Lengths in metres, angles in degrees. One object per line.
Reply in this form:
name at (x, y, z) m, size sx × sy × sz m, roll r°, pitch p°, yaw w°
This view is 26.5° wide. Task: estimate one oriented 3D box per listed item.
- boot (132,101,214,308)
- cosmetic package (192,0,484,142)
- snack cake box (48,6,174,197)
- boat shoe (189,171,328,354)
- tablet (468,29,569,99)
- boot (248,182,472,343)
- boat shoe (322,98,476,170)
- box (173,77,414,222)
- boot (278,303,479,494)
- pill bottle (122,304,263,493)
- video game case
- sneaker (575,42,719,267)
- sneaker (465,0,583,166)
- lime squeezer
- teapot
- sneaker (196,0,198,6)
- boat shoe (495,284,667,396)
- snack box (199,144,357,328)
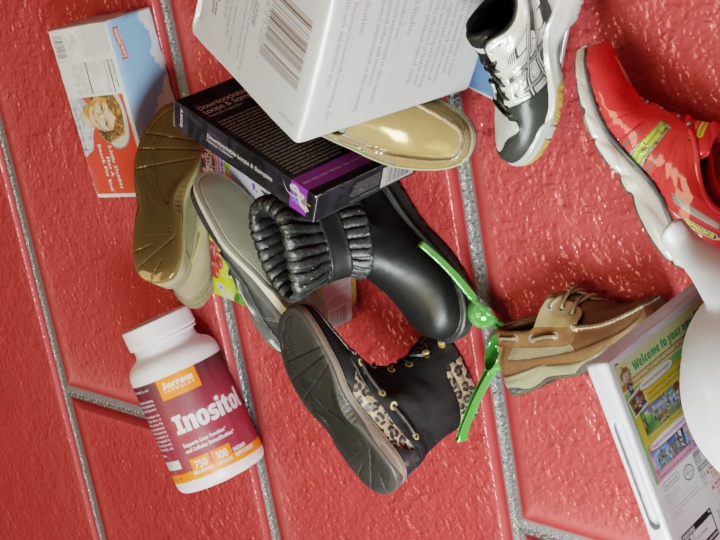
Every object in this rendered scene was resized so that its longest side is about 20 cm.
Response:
boot at (-0.190, -0.068, 1.670) m, size 0.072 × 0.155 × 0.201 m, roll -1°, pitch 76°, yaw 12°
cosmetic package at (-0.008, -0.240, 1.293) m, size 0.166 × 0.199 × 0.168 m, roll 47°, pitch 140°, yaw 29°
snack cake box at (-0.267, -0.186, 1.718) m, size 0.115 × 0.067 × 0.201 m, roll 2°, pitch 111°, yaw 44°
boat shoe at (-0.115, -0.008, 1.543) m, size 0.201 × 0.072 × 0.068 m, roll 55°, pitch 134°, yaw 6°
tablet at (0.129, -0.236, 1.309) m, size 0.130 × 0.014 × 0.201 m, roll 31°, pitch 131°, yaw 32°
boot at (-0.002, 0.001, 1.463) m, size 0.212 × 0.157 × 0.079 m, roll 55°, pitch 139°, yaw 10°
boat shoe at (0.002, -0.133, 1.357) m, size 0.199 × 0.076 × 0.072 m, roll 15°, pitch 98°, yaw 18°
box at (-0.064, -0.129, 1.473) m, size 0.200 × 0.143 × 0.036 m, roll 36°, pitch 134°, yaw 29°
boot at (0.021, 0.101, 1.499) m, size 0.201 × 0.150 × 0.073 m, roll 56°, pitch 140°, yaw 7°
pill bottle at (-0.201, 0.148, 1.790) m, size 0.113 × 0.113 × 0.201 m, roll -20°, pitch 96°, yaw 50°
video game case at (0.263, 0.120, 1.212) m, size 0.022 × 0.200 × 0.183 m, roll -15°, pitch 99°, yaw 42°
sneaker at (0.244, -0.102, 1.217) m, size 0.085 × 0.077 × 0.201 m, roll -34°, pitch 83°, yaw 29°
sneaker at (0.121, -0.179, 1.258) m, size 0.076 × 0.087 × 0.201 m, roll -129°, pitch 38°, yaw -52°
lime squeezer at (0.106, 0.059, 1.454) m, size 0.070 × 0.038 × 0.201 m, roll -10°, pitch 106°, yaw 6°
teapot at (0.318, 0.074, 1.167) m, size 0.146 × 0.196 × 0.201 m, roll -141°, pitch 57°, yaw -62°
sneaker at (-0.114, -0.236, 1.437) m, size 0.201 × 0.084 × 0.077 m, roll -98°, pitch 28°, yaw -54°
boat shoe at (0.186, 0.053, 1.358) m, size 0.200 × 0.075 × 0.074 m, roll -28°, pitch 86°, yaw 49°
snack box at (-0.085, -0.053, 1.595) m, size 0.168 × 0.067 × 0.201 m, roll 21°, pitch 126°, yaw 39°
